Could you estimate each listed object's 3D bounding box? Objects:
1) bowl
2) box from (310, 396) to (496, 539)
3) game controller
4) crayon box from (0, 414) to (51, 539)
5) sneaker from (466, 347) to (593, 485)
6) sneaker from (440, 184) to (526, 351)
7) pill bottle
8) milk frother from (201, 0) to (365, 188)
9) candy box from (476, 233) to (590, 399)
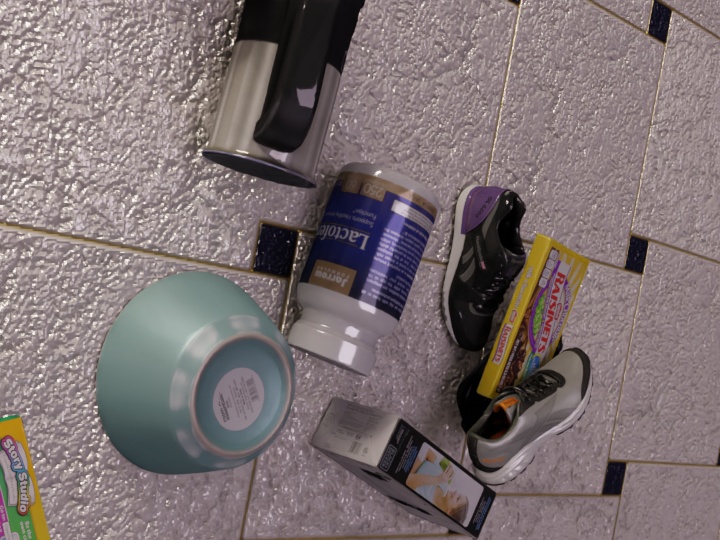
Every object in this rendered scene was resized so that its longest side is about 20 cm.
[{"bbox_3d":[-0.138,0.107,0.947,0.199,0.104,0.205,-7,100,-40],"label":"bowl"},{"bbox_3d":[0.051,0.224,1.124,0.200,0.116,0.061,42,68,-35],"label":"box"},{"bbox_3d":[0.191,0.125,1.258,0.200,0.042,0.105,-44,142,-28],"label":"game controller"},{"bbox_3d":[-0.308,0.228,0.786,0.118,0.058,0.203,-8,81,-58],"label":"crayon box"},{"bbox_3d":[0.200,0.159,1.162,0.200,0.074,0.080,-42,128,-20],"label":"sneaker"},{"bbox_3d":[0.153,0.001,1.194,0.075,0.087,0.204,-3,99,-40],"label":"sneaker"},{"bbox_3d":[0.000,0.000,1.043,0.115,0.115,0.203,27,79,-40],"label":"pill bottle"},{"bbox_3d":[-0.113,-0.198,0.920,0.197,0.181,0.191,15,86,2],"label":"milk frother"},{"bbox_3d":[0.211,0.065,1.205,0.102,0.026,0.203,21,91,-48],"label":"candy box"}]
